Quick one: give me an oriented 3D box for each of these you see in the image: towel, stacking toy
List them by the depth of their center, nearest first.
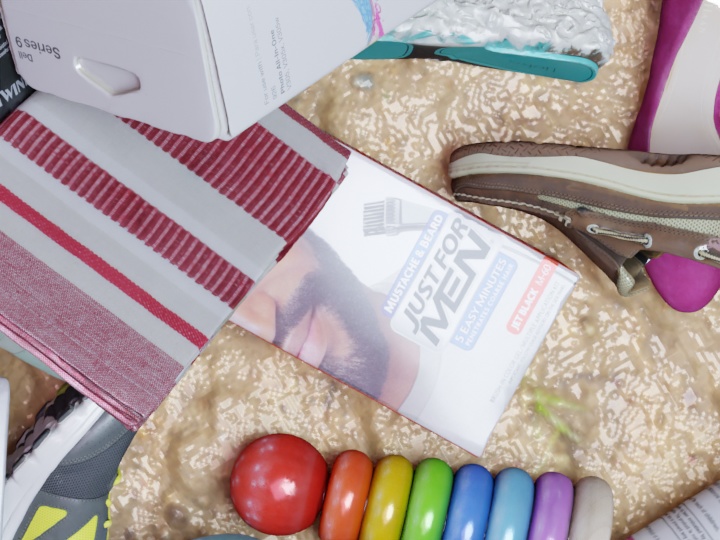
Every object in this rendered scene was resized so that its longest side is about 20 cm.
[{"bbox_3d":[-0.108,-0.032,1.030,0.144,0.023,0.200,37,52,2],"label":"towel"},{"bbox_3d":[0.028,0.132,1.143,0.200,0.085,0.086,11,94,2],"label":"stacking toy"}]

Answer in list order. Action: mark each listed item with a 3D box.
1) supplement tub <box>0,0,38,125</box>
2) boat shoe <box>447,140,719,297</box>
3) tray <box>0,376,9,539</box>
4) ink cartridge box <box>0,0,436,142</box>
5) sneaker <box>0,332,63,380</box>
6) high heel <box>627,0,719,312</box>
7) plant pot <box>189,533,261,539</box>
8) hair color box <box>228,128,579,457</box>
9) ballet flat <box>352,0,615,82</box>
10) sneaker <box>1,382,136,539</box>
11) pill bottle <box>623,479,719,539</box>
[{"bbox_3d":[-0.228,-0.158,1.022,0.122,0.123,0.200,-14,125,-2],"label":"supplement tub"},{"bbox_3d":[0.133,-0.024,1.097,0.202,0.075,0.075,6,93,33],"label":"boat shoe"},{"bbox_3d":[-0.230,0.154,1.101,0.107,0.022,0.200,-5,77,29],"label":"tray"},{"bbox_3d":[-0.054,-0.152,1.024,0.200,0.145,0.088,-39,131,-35],"label":"ink cartridge box"},{"bbox_3d":[-0.147,-0.051,1.071,0.118,0.074,0.201,25,64,-41],"label":"sneaker"},{"bbox_3d":[0.180,-0.075,1.120,0.067,0.096,0.200,7,94,-4],"label":"high heel"},{"bbox_3d":[-0.070,0.214,1.100,0.200,0.200,0.135,-23,62,-1],"label":"plant pot"},{"bbox_3d":[0.000,0.000,1.133,0.200,0.064,0.111,28,93,-4],"label":"hair color box"},{"bbox_3d":[0.034,-0.138,1.126,0.200,0.072,0.072,4,95,-11],"label":"ballet flat"},{"bbox_3d":[-0.157,0.133,1.138,0.085,0.074,0.200,35,101,-11],"label":"sneaker"},{"bbox_3d":[0.237,0.145,1.134,0.200,0.113,0.113,-33,96,0],"label":"pill bottle"}]
